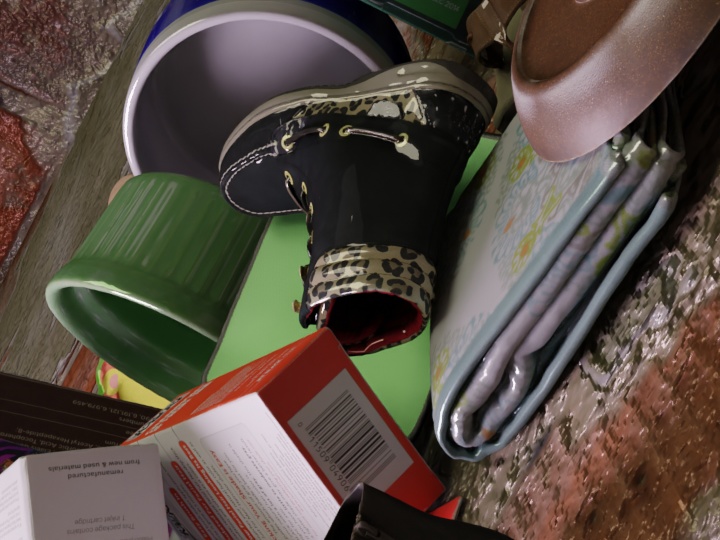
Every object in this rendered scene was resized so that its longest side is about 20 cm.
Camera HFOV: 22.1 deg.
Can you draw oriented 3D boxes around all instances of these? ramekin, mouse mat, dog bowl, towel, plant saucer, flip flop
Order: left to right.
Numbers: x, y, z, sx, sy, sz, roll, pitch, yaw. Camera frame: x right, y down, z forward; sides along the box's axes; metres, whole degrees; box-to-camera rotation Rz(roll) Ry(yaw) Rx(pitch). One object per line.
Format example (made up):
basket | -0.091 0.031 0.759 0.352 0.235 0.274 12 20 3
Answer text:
ramekin | -0.100 0.022 1.233 0.098 0.199 0.200 -62 14 -20
dog bowl | -0.060 -0.108 1.272 0.201 0.199 0.079 -54 17 33
mouse mat | 0.000 0.000 1.094 0.160 0.008 0.201 12 74 35
flip flop | 0.092 -0.151 1.103 0.081 0.057 0.201 -51 20 34
towel | 0.095 -0.023 0.939 0.201 0.048 0.172 -56 16 30
plant saucer | 0.130 -0.146 0.887 0.201 0.032 0.201 -53 19 26

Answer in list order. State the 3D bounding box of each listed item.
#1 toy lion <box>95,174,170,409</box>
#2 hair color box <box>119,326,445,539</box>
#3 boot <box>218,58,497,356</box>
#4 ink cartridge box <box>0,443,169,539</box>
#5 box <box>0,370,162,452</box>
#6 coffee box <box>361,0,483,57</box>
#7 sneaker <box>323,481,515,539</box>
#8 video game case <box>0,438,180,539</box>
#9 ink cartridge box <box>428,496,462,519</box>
toy lion | -0.153 0.050 1.452 0.200 0.068 0.193 37 103 38
hair color box | -0.051 0.111 1.035 0.064 0.111 0.200 -41 8 -33
boot | -0.021 -0.027 1.039 0.203 0.073 0.155 -16 49 41
ink cartridge box | -0.159 0.212 1.050 0.146 0.085 0.202 145 118 -64
box | -0.222 0.210 1.325 0.167 0.163 0.201 108 175 -47
coffee box | 0.030 -0.210 1.275 0.044 0.122 0.200 -61 15 15
sneaker | 0.017 0.191 0.764 0.075 0.106 0.201 -47 24 46
video game case | -0.206 0.205 1.197 0.036 0.198 0.182 107 180 -49
ink cartridge box | -0.027 0.217 0.977 0.200 0.044 0.177 -42 29 55
